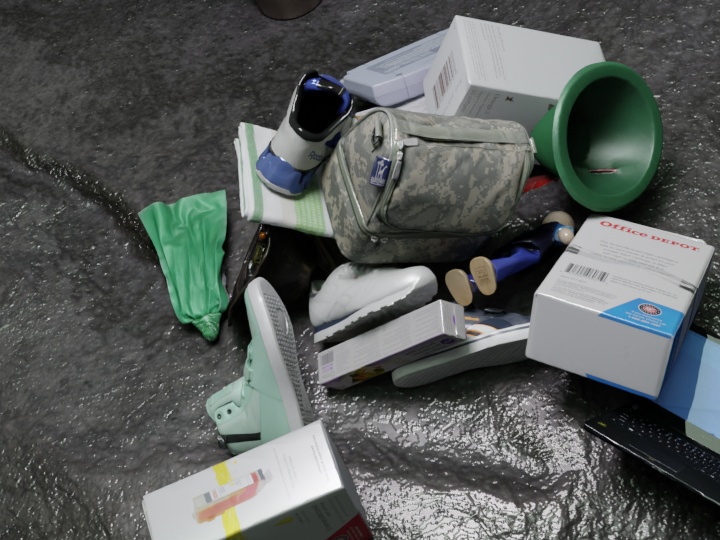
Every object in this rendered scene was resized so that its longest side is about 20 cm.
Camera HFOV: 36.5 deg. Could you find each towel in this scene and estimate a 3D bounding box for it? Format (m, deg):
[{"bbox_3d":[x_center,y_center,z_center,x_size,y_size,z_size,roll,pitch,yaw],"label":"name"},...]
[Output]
[{"bbox_3d":[-0.048,-0.090,1.253,0.198,0.031,0.150,13,46,-25],"label":"towel"}]

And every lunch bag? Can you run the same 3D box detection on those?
[{"bbox_3d":[0.072,-0.102,1.184,0.198,0.168,0.141,1,59,-28],"label":"lunch bag"}]

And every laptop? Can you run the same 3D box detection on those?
[{"bbox_3d":[0.353,0.142,1.101,0.176,0.199,0.104,29,109,30],"label":"laptop"}]

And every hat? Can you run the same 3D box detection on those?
[{"bbox_3d":[-0.097,-0.006,1.308,0.080,0.201,0.202,23,60,-9],"label":"hat"},{"bbox_3d":[0.224,-0.149,1.286,0.198,0.168,0.175,-14,10,-32],"label":"hat"}]

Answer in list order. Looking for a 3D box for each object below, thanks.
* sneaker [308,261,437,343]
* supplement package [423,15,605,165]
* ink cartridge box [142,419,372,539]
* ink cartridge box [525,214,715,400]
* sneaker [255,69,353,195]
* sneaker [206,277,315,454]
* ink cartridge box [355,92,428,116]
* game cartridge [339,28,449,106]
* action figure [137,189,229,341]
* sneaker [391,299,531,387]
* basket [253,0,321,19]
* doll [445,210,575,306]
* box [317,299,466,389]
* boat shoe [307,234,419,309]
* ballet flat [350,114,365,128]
[{"bbox_3d":[0.005,0.023,1.234,0.199,0.076,0.081,-24,69,44],"label":"sneaker"},{"bbox_3d":[0.192,-0.213,1.330,0.198,0.117,0.118,6,52,-17],"label":"supplement package"},{"bbox_3d":[-0.103,0.255,1.126,0.198,0.146,0.084,-23,55,0],"label":"ink cartridge box"},{"bbox_3d":[0.278,0.031,1.160,0.145,0.085,0.200,17,34,22],"label":"ink cartridge box"},{"bbox_3d":[-0.041,-0.177,1.229,0.080,0.115,0.200,32,38,-5],"label":"sneaker"},{"bbox_3d":[-0.129,0.114,1.218,0.117,0.074,0.203,-11,99,14],"label":"sneaker"},{"bbox_3d":[0.077,-0.122,1.375,0.135,0.077,0.202,-16,52,5],"label":"ink cartridge box"},{"bbox_3d":[0.084,-0.272,1.450,0.198,0.041,0.133,-26,22,-16],"label":"game cartridge"},{"bbox_3d":[-0.208,0.000,1.384,0.117,0.055,0.202,-17,61,2],"label":"action figure"},{"bbox_3d":[0.125,0.068,1.228,0.198,0.079,0.080,-14,64,8],"label":"sneaker"},{"bbox_3d":[-0.125,-0.479,1.595,0.178,0.201,0.137,-12,55,8],"label":"basket"},{"bbox_3d":[0.188,-0.021,1.249,0.199,0.136,0.049,-28,90,-44],"label":"doll"},{"bbox_3d":[0.031,0.085,1.205,0.199,0.038,0.042,-27,58,40],"label":"box"},{"bbox_3d":[0.001,-0.002,1.321,0.073,0.063,0.201,-36,55,-10],"label":"boat shoe"},{"bbox_3d":[-0.038,-0.146,1.368,0.199,0.065,0.071,-35,44,38],"label":"ballet flat"}]
